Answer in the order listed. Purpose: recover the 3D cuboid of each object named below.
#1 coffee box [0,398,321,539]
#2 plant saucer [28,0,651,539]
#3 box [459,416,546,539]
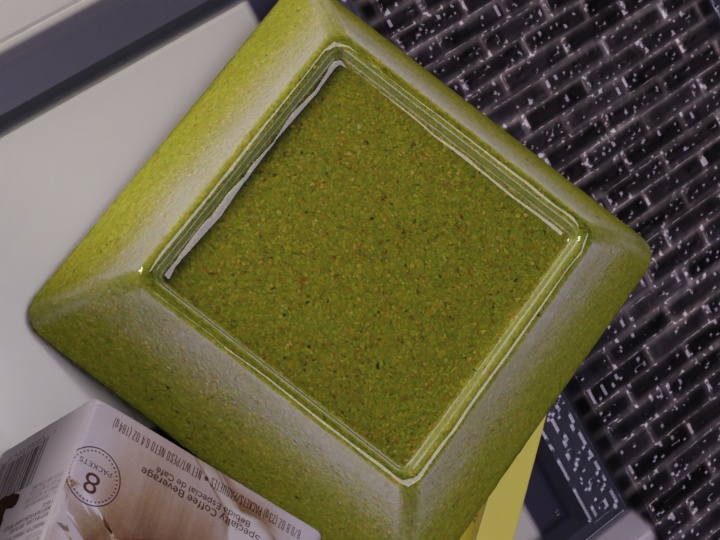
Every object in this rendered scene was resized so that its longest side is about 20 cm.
[{"bbox_3d":[-0.101,0.166,0.798,0.114,0.080,0.201,33,53,-24],"label":"coffee box"},{"bbox_3d":[0.000,0.000,0.902,0.199,0.048,0.200,37,71,0],"label":"plant saucer"},{"bbox_3d":[0.036,0.068,0.951,0.075,0.050,0.201,26,70,-23],"label":"box"}]
